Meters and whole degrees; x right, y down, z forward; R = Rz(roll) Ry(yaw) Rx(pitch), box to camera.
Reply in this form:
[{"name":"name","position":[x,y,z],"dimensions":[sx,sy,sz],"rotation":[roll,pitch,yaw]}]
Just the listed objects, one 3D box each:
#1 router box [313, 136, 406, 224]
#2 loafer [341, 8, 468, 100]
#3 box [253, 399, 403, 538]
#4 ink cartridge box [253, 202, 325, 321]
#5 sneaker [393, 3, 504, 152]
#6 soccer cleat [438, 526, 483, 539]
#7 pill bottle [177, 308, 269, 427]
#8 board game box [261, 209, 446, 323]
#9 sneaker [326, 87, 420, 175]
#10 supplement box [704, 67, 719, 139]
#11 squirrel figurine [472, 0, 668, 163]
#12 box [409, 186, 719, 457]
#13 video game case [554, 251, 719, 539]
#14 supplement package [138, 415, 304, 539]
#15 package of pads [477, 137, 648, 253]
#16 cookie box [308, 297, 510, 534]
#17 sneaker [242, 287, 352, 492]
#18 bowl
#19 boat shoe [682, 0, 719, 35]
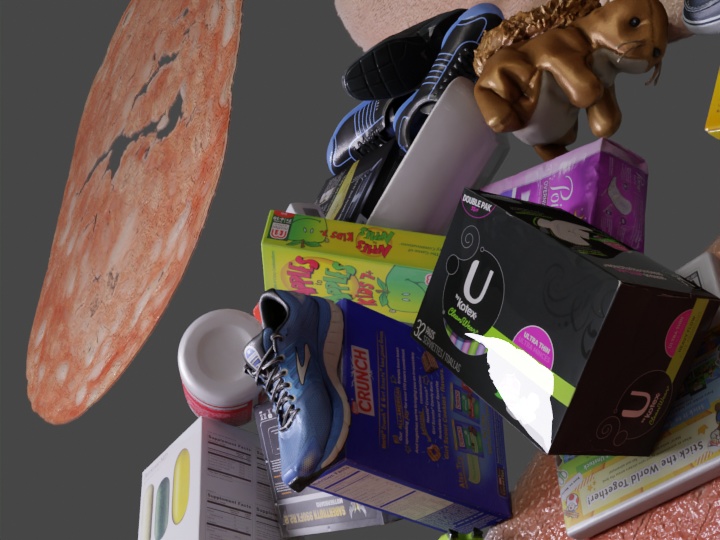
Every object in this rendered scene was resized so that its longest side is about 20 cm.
[{"name":"router box","position":[-0.017,-0.060,1.343],"dimensions":[0.157,0.052,0.201],"rotation":[-25,32,49]},{"name":"loafer","position":[0.058,-0.271,1.339],"dimensions":[0.199,0.073,0.072],"rotation":[-27,20,-18]},{"name":"box","position":[-0.033,0.206,1.162],"dimensions":[0.200,0.048,0.160],"rotation":[-25,76,49]},{"name":"ink cartridge box","position":[-0.083,0.044,1.247],"dimensions":[0.200,0.050,0.163],"rotation":[-53,47,35]},{"name":"sneaker","position":[0.112,-0.224,1.264],"dimensions":[0.201,0.070,0.078],"rotation":[-55,21,20]},{"name":"soccer cleat","position":[0.118,0.303,0.908],"dimensions":[0.200,0.067,0.082],"rotation":[-136,56,-60]},{"name":"pill bottle","position":[-0.162,0.129,1.284],"dimensions":[0.200,0.111,0.113],"rotation":[107,176,-68]},{"name":"board game box","position":[0.000,0.000,1.101],"dimensions":[0.102,0.198,0.048],"rotation":[92,-172,-55]},{"name":"sneaker","position":[0.025,-0.189,1.404],"dimensions":[0.200,0.070,0.078],"rotation":[-48,27,26]},{"name":"supplement box","position":[0.363,-0.181,0.813],"dimensions":[0.109,0.108,0.201],"rotation":[-3,66,57]},{"name":"squirrel figurine","position":[0.214,-0.225,1.066],"dimensions":[0.187,0.141,0.201],"rotation":[-42,39,24]},{"name":"box","position":[0.161,0.040,0.868],"dimensions":[0.200,0.124,0.149],"rotation":[39,115,51]},{"name":"video game case","position":[0.239,0.107,0.888],"dimensions":[0.200,0.023,0.183],"rotation":[-39,39,37]},{"name":"supplement package","position":[-0.168,0.314,1.259],"dimensions":[0.152,0.150,0.201],"rotation":[-43,36,34]},{"name":"package of pads","position":[0.183,-0.041,1.033],"dimensions":[0.200,0.075,0.121],"rotation":[-19,56,52]},{"name":"cookie box","position":[0.042,0.141,0.999],"dimensions":[0.075,0.199,0.172],"rotation":[-37,40,39]},{"name":"sneaker","position":[-0.064,0.098,0.910],"dimensions":[0.079,0.089,0.201],"rotation":[-45,36,34]},{"name":"bowl","position":[0.097,-0.104,1.157],"dimensions":[0.200,0.074,0.200],"rotation":[-58,-9,9]},{"name":"boat shoe","position":[0.351,-0.294,0.934],"dimensions":[0.200,0.091,0.071],"rotation":[-34,42,43]}]
